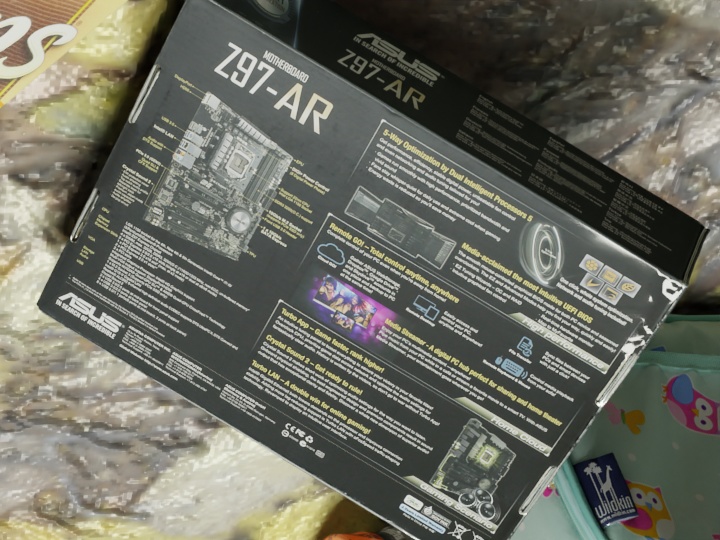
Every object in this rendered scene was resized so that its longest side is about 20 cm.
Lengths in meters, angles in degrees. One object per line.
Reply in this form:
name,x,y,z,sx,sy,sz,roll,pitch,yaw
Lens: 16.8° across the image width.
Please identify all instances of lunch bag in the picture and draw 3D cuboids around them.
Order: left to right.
lunch bag,0.135,0.086,1.013,0.200,0.161,0.077,7,137,-32

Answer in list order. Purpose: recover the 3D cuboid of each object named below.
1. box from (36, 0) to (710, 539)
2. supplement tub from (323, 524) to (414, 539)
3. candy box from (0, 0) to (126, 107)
box,0.000,0.000,0.887,0.200,0.044,0.160,30,125,1
supplement tub,0.079,0.169,1.102,0.200,0.123,0.123,5,133,-21
candy box,-0.162,-0.081,0.777,0.200,0.055,0.115,-38,154,11
